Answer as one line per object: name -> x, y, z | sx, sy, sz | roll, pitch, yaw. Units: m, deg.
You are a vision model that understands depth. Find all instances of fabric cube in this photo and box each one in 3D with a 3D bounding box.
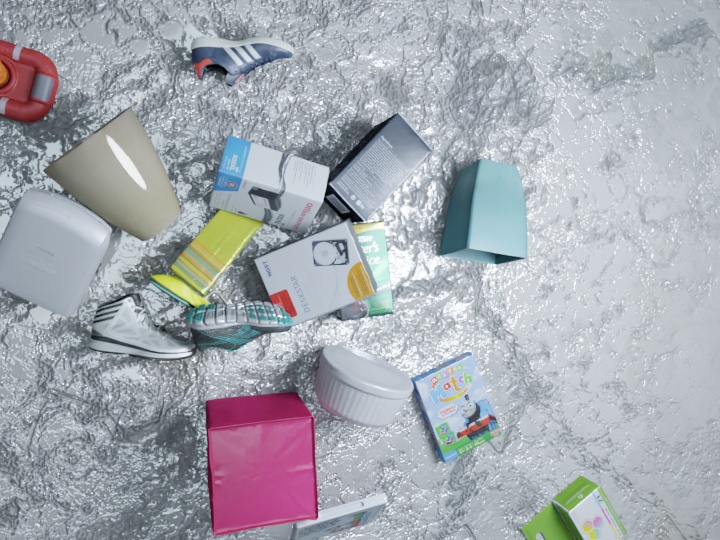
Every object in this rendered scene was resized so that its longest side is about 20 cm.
fabric cube -> -0.195, 0.360, 1.174 | 0.195, 0.199, 0.202 | -2, 93, -16

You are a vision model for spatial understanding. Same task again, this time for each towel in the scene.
towel -> -0.279, -0.051, 1.199 | 0.086, 0.018, 0.200 | 44, 62, -18

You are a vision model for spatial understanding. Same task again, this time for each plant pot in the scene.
plant pot -> 0.272, -0.127, 1.316 | 0.140, 0.141, 0.202 | 9, 83, -15
plant pot -> -0.427, -0.159, 1.112 | 0.187, 0.187, 0.200 | -40, 115, -10

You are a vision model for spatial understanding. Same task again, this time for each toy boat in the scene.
toy boat -> -0.639, -0.344, 1.056 | 0.199, 0.131, 0.132 | 14, 88, -16

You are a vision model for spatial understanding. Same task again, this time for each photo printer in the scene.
photo printer -> -0.552, -0.037, 1.094 | 0.166, 0.070, 0.201 | 30, 106, -15

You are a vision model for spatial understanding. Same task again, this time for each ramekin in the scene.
ramekin -> -0.001, 0.235, 1.230 | 0.201, 0.202, 0.095 | 19, 99, -15

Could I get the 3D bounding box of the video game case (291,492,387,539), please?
video game case -> -0.047, 0.504, 1.234 | 0.181, 0.200, 0.024 | -11, 60, -15

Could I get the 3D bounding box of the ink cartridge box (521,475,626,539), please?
ink cartridge box -> 0.503, 0.613, 1.440 | 0.199, 0.076, 0.148 | -35, 101, -13

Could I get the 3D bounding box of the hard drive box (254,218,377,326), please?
hard drive box -> -0.086, 0.007, 1.218 | 0.199, 0.077, 0.157 | -22, 98, 9

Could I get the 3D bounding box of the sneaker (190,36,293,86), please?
sneaker -> -0.229, -0.406, 1.199 | 0.198, 0.075, 0.085 | -3, 92, -5

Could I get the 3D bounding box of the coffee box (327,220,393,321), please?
coffee box -> 0.000, 0.000, 1.292 | 0.122, 0.044, 0.202 | -6, 94, -14

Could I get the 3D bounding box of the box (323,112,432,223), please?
box -> 0.022, -0.201, 1.236 | 0.107, 0.148, 0.200 | 44, 82, -13

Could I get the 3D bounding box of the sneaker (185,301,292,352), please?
sneaker -> -0.230, 0.113, 1.173 | 0.198, 0.078, 0.092 | 1, 119, -9

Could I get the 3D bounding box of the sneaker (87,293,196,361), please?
sneaker -> -0.409, 0.105, 1.167 | 0.199, 0.076, 0.116 | 9, 92, -13

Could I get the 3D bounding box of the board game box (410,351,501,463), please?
board game box -> 0.215, 0.305, 1.368 | 0.150, 0.037, 0.201 | -23, 97, -13

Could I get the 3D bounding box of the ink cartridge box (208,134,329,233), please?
ink cartridge box -> -0.177, -0.160, 1.174 | 0.199, 0.145, 0.084 | 16, 63, -15

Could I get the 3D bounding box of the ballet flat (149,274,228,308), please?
ballet flat -> -0.317, 0.055, 1.200 | 0.200, 0.067, 0.067 | 42, 75, -20
